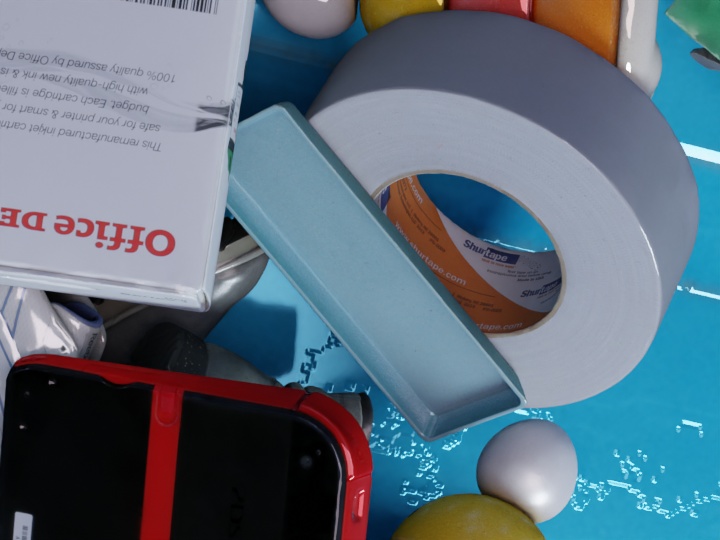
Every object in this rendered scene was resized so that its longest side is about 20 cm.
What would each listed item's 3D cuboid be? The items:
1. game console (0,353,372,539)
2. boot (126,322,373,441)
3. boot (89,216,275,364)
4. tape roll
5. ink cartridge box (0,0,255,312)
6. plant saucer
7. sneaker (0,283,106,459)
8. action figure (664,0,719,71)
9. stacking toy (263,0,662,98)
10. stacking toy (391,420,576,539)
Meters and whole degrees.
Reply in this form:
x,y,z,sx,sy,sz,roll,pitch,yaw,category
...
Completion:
x,y,z,sx,sy,sz,roll,pitch,yaw,category
-0.087,0.147,1.335,0.176,0.031,0.201,8,98,18,game console
-0.081,0.132,1.410,0.130,0.068,0.200,26,101,-25,boot
-0.081,0.091,1.460,0.181,0.073,0.200,-28,102,12,boot
0.060,-0.028,1.405,0.200,0.200,0.066,49,45,-19,tape roll
-0.126,-0.089,1.319,0.145,0.084,0.201,8,82,0,ink cartridge box
0.000,0.000,1.402,0.070,0.019,0.200,-23,117,38,plant saucer
-0.166,0.053,1.374,0.087,0.074,0.201,3,99,17,sneaker
0.251,-0.172,1.483,0.118,0.055,0.200,41,84,-22,action figure
0.050,-0.140,1.425,0.199,0.146,0.147,5,103,4,stacking toy
0.049,0.163,1.430,0.146,0.146,0.200,37,70,-19,stacking toy
